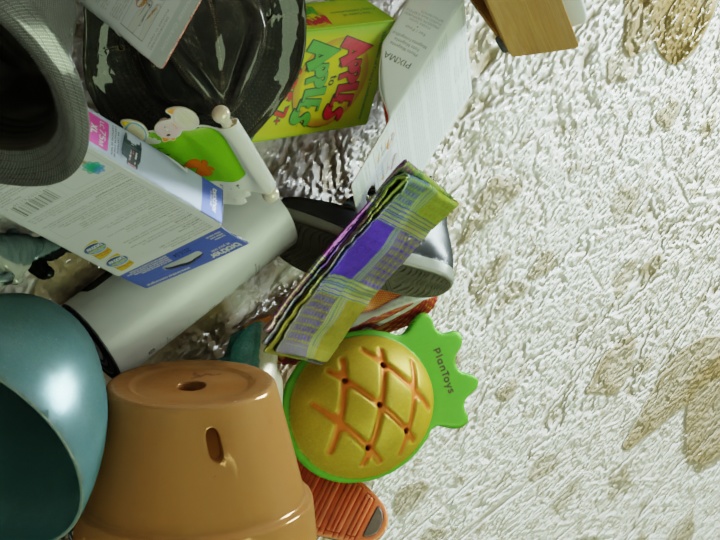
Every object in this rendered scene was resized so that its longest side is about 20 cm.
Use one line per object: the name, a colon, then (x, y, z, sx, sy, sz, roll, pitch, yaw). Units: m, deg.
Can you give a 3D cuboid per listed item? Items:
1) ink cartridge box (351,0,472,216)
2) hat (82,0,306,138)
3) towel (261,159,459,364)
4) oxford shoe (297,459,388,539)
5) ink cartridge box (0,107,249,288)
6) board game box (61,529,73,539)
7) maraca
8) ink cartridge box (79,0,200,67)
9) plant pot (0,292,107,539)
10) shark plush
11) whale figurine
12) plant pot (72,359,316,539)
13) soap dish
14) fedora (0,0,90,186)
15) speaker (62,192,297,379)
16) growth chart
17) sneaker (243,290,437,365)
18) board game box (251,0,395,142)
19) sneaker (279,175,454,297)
ink cartridge box: (0.031, -0.129, 1.624, 0.200, 0.057, 0.163, -55, 162, -18)
hat: (-0.113, -0.171, 1.399, 0.199, 0.081, 0.202, -9, 113, -22)
towel: (0.000, 0.000, 1.615, 0.200, 0.023, 0.144, -50, 158, 5)
oxford shoe: (-0.059, 0.216, 1.780, 0.072, 0.199, 0.073, -58, 153, -24)
ink cartridge box: (-0.192, -0.055, 1.419, 0.119, 0.042, 0.200, -24, 140, 33)
board game box: (-0.272, 0.289, 1.584, 0.159, 0.200, 0.097, -26, 137, -34)
maraca: (0.018, 0.118, 1.741, 0.199, 0.107, 0.138, -22, 96, -22)
ink cartridge box: (-0.124, -0.232, 1.269, 0.057, 0.200, 0.163, 22, 102, -44)
plant pot: (-0.275, 0.096, 1.444, 0.135, 0.199, 0.201, -60, 160, -46)
shark plush: (-0.283, -0.025, 1.407, 0.199, 0.091, 0.084, 2, 88, -40)
whale figurine: (-0.121, 0.121, 1.661, 0.103, 0.160, 0.200, 6, 150, -7)
plant pot: (-0.136, 0.157, 1.507, 0.199, 0.199, 0.141, -14, 109, -42)
soap dish: (0.107, -0.283, 1.559, 0.081, 0.158, 0.200, -32, 144, 1)
fedora: (-0.252, -0.159, 1.269, 0.091, 0.176, 0.201, -64, 142, -36)
speaker: (-0.149, 0.002, 1.574, 0.200, 0.081, 0.081, -39, 144, -18)
growth chart: (-0.164, -0.071, 1.448, 0.199, 0.018, 0.145, -14, 148, 21)
sneaker: (-0.027, 0.035, 1.770, 0.199, 0.077, 0.073, -18, 155, -20)
board game box: (-0.067, -0.164, 1.548, 0.199, 0.048, 0.102, -13, 129, -43)
sneaker: (-0.004, -0.049, 1.720, 0.199, 0.107, 0.075, 19, 146, -30)
